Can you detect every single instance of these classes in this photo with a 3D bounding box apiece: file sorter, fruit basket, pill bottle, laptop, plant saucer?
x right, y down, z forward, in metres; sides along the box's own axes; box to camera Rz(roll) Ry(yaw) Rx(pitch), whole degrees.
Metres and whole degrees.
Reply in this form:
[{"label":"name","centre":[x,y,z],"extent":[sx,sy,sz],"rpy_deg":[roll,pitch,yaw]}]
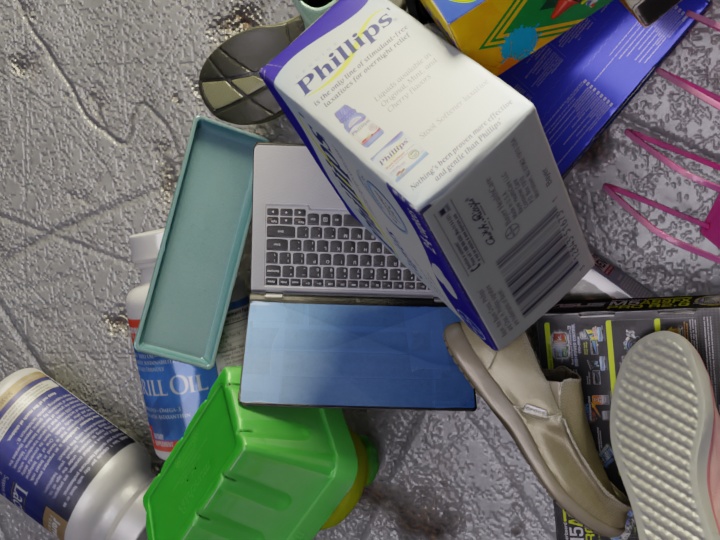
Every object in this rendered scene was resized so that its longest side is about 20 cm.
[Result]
[{"label":"file sorter","centre":[0.279,-0.109,0.829],"extent":[0.124,0.139,0.202],"rpy_deg":[19,107,-17]},{"label":"fruit basket","centre":[-0.059,0.183,0.974],"extent":[0.212,0.156,0.218],"rpy_deg":[-9,129,-11]},{"label":"pill bottle","centre":[-0.151,0.061,1.050],"extent":[0.111,0.112,0.203],"rpy_deg":[-9,95,21]},{"label":"laptop","centre":[0.000,0.000,0.934],"extent":[0.184,0.116,0.203],"rpy_deg":[2,94,-2]},{"label":"plant saucer","centre":[-0.134,-0.023,0.980],"extent":[0.069,0.019,0.203],"rpy_deg":[16,83,-21]},{"label":"pill bottle","centre":[-0.273,0.193,1.112],"extent":[0.199,0.116,0.117],"rpy_deg":[32,108,12]}]

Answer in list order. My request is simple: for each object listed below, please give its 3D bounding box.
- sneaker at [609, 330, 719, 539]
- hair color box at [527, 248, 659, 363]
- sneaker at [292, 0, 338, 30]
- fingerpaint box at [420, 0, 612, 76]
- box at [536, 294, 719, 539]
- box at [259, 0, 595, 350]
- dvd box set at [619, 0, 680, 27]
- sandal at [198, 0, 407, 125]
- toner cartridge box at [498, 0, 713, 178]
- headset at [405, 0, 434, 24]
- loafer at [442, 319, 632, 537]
[{"label":"sneaker","centre":[0.239,0.151,0.841],"extent":[0.075,0.104,0.203],"rpy_deg":[-18,65,32]},{"label":"hair color box","centre":[0.234,0.081,0.941],"extent":[0.199,0.061,0.100],"rpy_deg":[36,110,12]},{"label":"sneaker","centre":[-0.021,-0.277,0.925],"extent":[0.073,0.118,0.203],"rpy_deg":[-4,77,9]},{"label":"fingerpaint box","centre":[0.100,-0.255,0.818],"extent":[0.166,0.073,0.201],"rpy_deg":[-31,53,7]},{"label":"box","centre":[0.224,0.122,0.896],"extent":[0.158,0.044,0.203],"rpy_deg":[-3,100,23]},{"label":"box","centre":[0.049,-0.073,0.829],"extent":[0.105,0.184,0.200],"rpy_deg":[-40,50,-5]},{"label":"dvd box set","centre":[0.207,-0.285,0.843],"extent":[0.146,0.029,0.201],"rpy_deg":[-39,52,11]},{"label":"sandal","centre":[-0.046,-0.186,1.006],"extent":[0.199,0.057,0.081],"rpy_deg":[-27,83,7]},{"label":"toner cartridge box","centre":[0.179,-0.164,0.931],"extent":[0.095,0.043,0.200],"rpy_deg":[43,110,8]},{"label":"headset","centre":[0.086,-0.213,0.951],"extent":[0.123,0.094,0.201],"rpy_deg":[37,94,22]},{"label":"loafer","centre":[0.142,0.108,0.861],"extent":[0.068,0.076,0.201],"rpy_deg":[-38,90,9]}]
